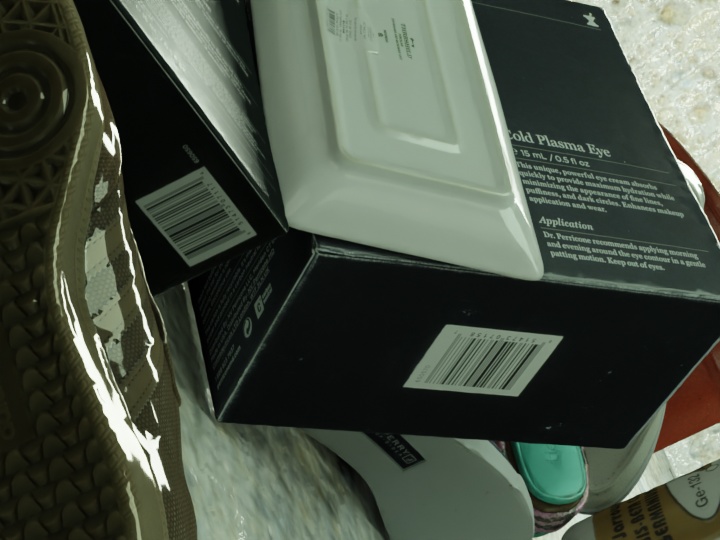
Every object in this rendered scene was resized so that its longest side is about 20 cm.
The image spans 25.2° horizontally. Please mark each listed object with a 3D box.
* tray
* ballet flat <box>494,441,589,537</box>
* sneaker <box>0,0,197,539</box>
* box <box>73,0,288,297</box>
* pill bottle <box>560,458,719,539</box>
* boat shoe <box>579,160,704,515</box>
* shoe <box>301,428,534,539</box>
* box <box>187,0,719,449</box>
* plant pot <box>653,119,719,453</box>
[{"bbox_3d":[0.011,-0.084,0.627,0.107,0.022,0.201,11,44,-21],"label":"tray"},{"bbox_3d":[0.077,0.046,0.867,0.071,0.069,0.202,134,-46,-56],"label":"ballet flat"},{"bbox_3d":[-0.086,0.011,0.422,0.076,0.070,0.202,63,14,-69],"label":"sneaker"},{"bbox_3d":[-0.109,-0.104,0.523,0.200,0.078,0.142,54,18,-42],"label":"box"},{"bbox_3d":[0.165,0.175,0.858,0.115,0.199,0.115,59,12,-21],"label":"pill bottle"},{"bbox_3d":[0.142,0.039,0.864,0.070,0.070,0.202,-55,161,-81],"label":"boat shoe"},{"bbox_3d":[0.021,0.062,0.772,0.200,0.071,0.091,49,23,-39],"label":"shoe"},{"bbox_3d":[0.030,-0.032,0.683,0.198,0.104,0.183,7,47,-27],"label":"box"},{"bbox_3d":[0.136,0.040,0.987,0.202,0.194,0.201,60,0,0],"label":"plant pot"}]
